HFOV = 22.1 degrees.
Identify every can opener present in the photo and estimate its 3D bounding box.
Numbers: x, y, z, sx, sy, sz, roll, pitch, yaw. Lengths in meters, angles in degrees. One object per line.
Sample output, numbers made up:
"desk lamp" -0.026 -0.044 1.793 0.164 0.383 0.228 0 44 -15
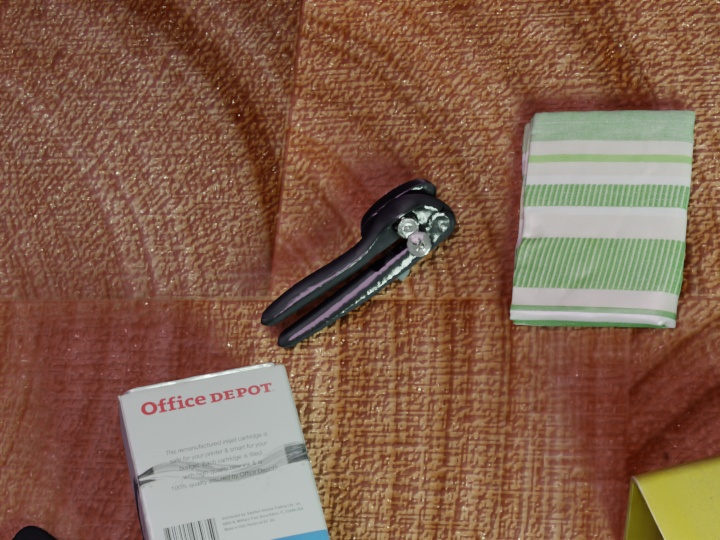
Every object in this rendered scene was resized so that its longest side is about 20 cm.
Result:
"can opener" 0.000 0.000 1.640 0.200 0.079 0.063 -42 103 1

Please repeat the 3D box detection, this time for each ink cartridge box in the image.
"ink cartridge box" -0.113 0.193 1.540 0.145 0.084 0.200 -10 64 -12

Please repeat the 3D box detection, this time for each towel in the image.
"towel" 0.210 -0.046 1.606 0.152 0.023 0.201 1 69 17

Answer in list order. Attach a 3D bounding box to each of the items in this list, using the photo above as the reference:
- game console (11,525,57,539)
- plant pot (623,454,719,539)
"game console" -0.301 0.328 1.563 0.170 0.118 0.200 31 81 24
"plant pot" 0.321 0.238 1.379 0.176 0.200 0.200 -22 64 -5
